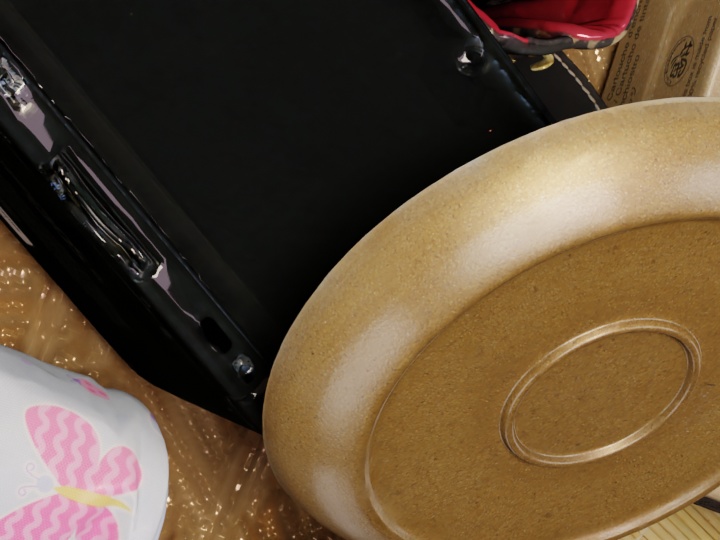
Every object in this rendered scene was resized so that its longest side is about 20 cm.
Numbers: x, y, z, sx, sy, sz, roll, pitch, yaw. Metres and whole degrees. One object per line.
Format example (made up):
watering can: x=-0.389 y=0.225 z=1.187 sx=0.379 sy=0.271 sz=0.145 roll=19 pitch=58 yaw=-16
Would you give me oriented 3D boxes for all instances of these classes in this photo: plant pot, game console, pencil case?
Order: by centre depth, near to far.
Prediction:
plant pot: x=0.069 y=0.030 z=0.793 sx=0.199 sy=0.028 sz=0.201 roll=-16 pitch=142 yaw=-13
game console: x=-0.054 y=-0.057 z=0.806 sx=0.116 sy=0.176 sz=0.200 roll=-45 pitch=114 yaw=-14
pencil case: x=-0.159 y=0.053 z=0.832 sx=0.199 sy=0.083 sz=0.091 roll=25 pitch=104 yaw=-28

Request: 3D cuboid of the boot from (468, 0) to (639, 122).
boot: x=0.038 y=-0.084 z=0.868 sx=0.200 sy=0.150 sz=0.073 roll=38 pitch=73 yaw=-27

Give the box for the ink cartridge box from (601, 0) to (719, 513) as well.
ink cartridge box: x=0.161 y=-0.007 z=0.979 sx=0.164 sy=0.075 sz=0.201 roll=22 pitch=83 yaw=-26

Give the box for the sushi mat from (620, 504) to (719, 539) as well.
sushi mat: x=0.178 y=0.127 z=1.054 sx=0.200 sy=0.012 sz=0.096 roll=43 pitch=80 yaw=-25
